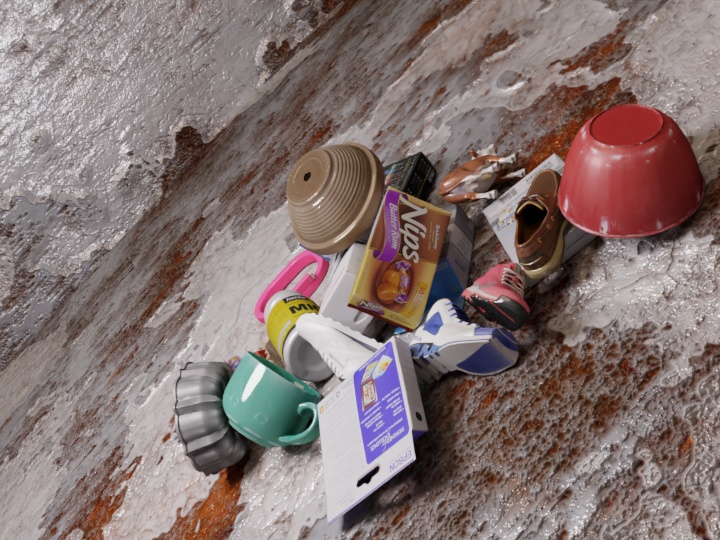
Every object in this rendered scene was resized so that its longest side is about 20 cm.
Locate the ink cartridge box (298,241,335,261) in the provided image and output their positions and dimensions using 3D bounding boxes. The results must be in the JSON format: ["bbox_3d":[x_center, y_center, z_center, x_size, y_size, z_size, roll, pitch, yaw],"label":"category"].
[{"bbox_3d":[-0.055,-0.096,1.445,0.139,0.075,0.200,-62,2,3],"label":"ink cartridge box"}]

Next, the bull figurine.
[{"bbox_3d":[0.217,-0.170,1.317,0.120,0.066,0.199,-4,25,42],"label":"bull figurine"}]

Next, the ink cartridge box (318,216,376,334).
[{"bbox_3d":[0.000,0.000,1.307,0.202,0.083,0.146,-76,13,-49],"label":"ink cartridge box"}]

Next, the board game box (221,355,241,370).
[{"bbox_3d":[-0.297,0.245,1.547,0.159,0.039,0.199,-51,27,-10],"label":"board game box"}]

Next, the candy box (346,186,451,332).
[{"bbox_3d":[0.063,-0.019,1.185,0.057,0.114,0.204,120,170,-66],"label":"candy box"}]

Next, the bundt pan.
[{"bbox_3d":[-0.250,0.252,1.325,0.074,0.205,0.204,-16,34,11],"label":"bundt pan"}]

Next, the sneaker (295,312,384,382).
[{"bbox_3d":[-0.029,0.135,1.207,0.197,0.076,0.082,23,79,24],"label":"sneaker"}]

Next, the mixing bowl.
[{"bbox_3d":[0.359,-0.151,1.013,0.195,0.110,0.203,-13,40,11],"label":"mixing bowl"}]

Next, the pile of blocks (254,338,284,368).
[{"bbox_3d":[-0.185,0.197,1.433,0.082,0.062,0.201,-42,27,6],"label":"pile of blocks"}]

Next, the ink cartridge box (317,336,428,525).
[{"bbox_3d":[0.013,0.232,1.073,0.198,0.043,0.203,-44,36,32],"label":"ink cartridge box"}]

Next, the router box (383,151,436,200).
[{"bbox_3d":[0.058,-0.135,1.535,0.148,0.062,0.203,-14,41,46],"label":"router box"}]

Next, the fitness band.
[{"bbox_3d":[-0.153,0.035,1.633,0.200,0.037,0.143,-46,27,-3],"label":"fitness band"}]

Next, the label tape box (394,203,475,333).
[{"bbox_3d":[0.114,-0.004,1.281,0.142,0.066,0.202,-25,33,36],"label":"label tape box"}]

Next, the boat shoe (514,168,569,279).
[{"bbox_3d":[0.262,-0.083,1.088,0.071,0.068,0.203,-20,37,39],"label":"boat shoe"}]

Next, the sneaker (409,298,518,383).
[{"bbox_3d":[0.140,0.090,1.101,0.197,0.080,0.117,-17,40,45],"label":"sneaker"}]

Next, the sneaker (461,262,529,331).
[{"bbox_3d":[0.199,0.023,1.055,0.087,0.073,0.200,-52,7,-1],"label":"sneaker"}]

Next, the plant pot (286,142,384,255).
[{"bbox_3d":[-0.062,-0.138,1.269,0.198,0.092,0.205,-23,53,34],"label":"plant pot"}]

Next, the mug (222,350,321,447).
[{"bbox_3d":[-0.151,0.225,1.241,0.116,0.150,0.185,-59,16,-4],"label":"mug"}]

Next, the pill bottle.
[{"bbox_3d":[-0.111,0.113,1.385,0.114,0.114,0.200,-46,28,-2],"label":"pill bottle"}]

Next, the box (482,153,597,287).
[{"bbox_3d":[0.286,-0.084,1.173,0.155,0.041,0.201,-39,27,14],"label":"box"}]
